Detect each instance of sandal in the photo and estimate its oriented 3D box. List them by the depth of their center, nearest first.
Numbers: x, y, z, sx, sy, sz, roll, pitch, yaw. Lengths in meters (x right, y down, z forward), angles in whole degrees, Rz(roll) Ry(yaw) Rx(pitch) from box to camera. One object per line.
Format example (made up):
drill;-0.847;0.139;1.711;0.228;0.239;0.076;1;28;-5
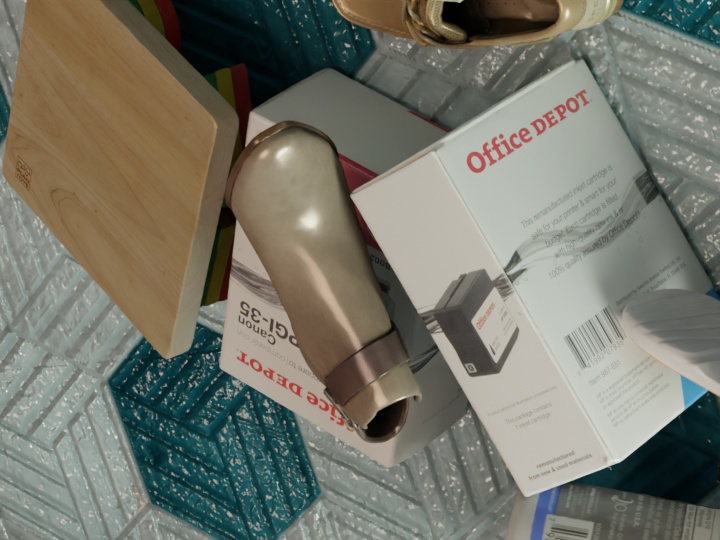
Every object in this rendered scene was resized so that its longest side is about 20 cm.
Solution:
sandal;0.227;0.077;1.492;0.207;0.079;0.059;33;134;34

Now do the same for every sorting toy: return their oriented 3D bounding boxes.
sorting toy;-0.137;-0.085;1.773;0.200;0.070;0.199;46;140;31

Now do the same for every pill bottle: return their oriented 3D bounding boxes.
pill bottle;0.180;0.187;1.577;0.200;0.114;0.114;10;124;7

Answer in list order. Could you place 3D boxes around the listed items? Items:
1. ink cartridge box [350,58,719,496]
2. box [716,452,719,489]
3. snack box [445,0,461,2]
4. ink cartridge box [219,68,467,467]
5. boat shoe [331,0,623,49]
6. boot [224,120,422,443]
ink cartridge box;0.108;0.002;1.567;0.084;0.145;0.200;-27;94;48
box;0.282;0.059;1.517;0.160;0.049;0.200;26;129;32
snack box;0.040;-0.208;1.465;0.168;0.200;0.068;8;119;38
ink cartridge box;0.000;0.000;1.709;0.146;0.083;0.200;29;130;27
boat shoe;0.052;-0.161;1.581;0.200;0.064;0.071;1;114;42
boot;-0.012;0.013;1.572;0.146;0.070;0.200;63;177;19
